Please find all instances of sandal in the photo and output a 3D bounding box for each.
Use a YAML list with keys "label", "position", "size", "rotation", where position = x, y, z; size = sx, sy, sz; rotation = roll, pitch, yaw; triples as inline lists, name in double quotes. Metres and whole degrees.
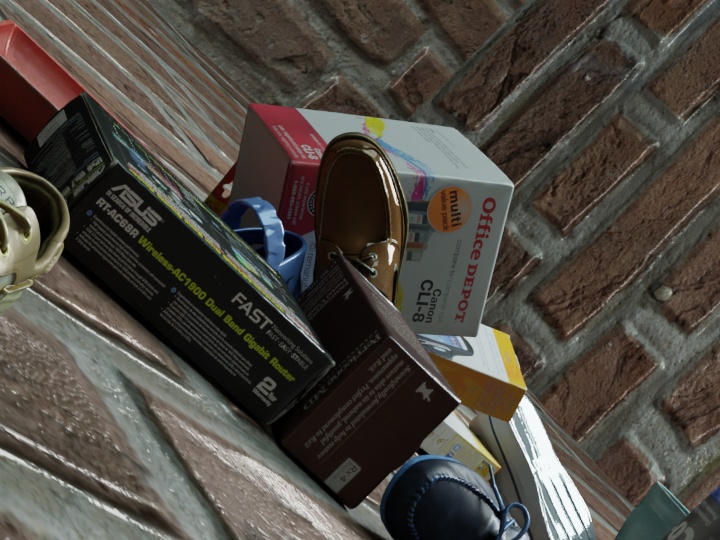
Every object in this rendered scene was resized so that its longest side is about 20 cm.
- label: "sandal"
  position: [-0.069, 0.007, 1.278]
  size: [0.079, 0.087, 0.200]
  rotation: [46, 2, 27]

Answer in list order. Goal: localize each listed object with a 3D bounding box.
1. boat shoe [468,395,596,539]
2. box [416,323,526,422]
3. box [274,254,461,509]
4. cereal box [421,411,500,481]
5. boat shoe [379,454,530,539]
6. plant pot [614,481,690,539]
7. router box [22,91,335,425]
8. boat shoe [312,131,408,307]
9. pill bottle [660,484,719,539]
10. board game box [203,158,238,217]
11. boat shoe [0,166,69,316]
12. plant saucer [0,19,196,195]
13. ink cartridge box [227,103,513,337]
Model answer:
- label: "boat shoe"
  position: [0.162, 0.216, 1.631]
  size: [0.073, 0.067, 0.201]
  rotation: [3, 61, -43]
- label: "box"
  position: [0.043, 0.060, 1.517]
  size: [0.199, 0.042, 0.119]
  rotation: [20, 19, -10]
- label: "box"
  position: [-0.010, 0.070, 1.166]
  size: [0.075, 0.100, 0.200]
  rotation: [44, 4, -19]
- label: "cereal box"
  position: [0.034, 0.111, 1.597]
  size: [0.200, 0.040, 0.144]
  rotation: [42, 5, -39]
- label: "boat shoe"
  position: [0.087, 0.181, 1.143]
  size: [0.069, 0.084, 0.200]
  rotation: [34, -3, 42]
- label: "plant pot"
  position: [0.303, 0.317, 1.629]
  size: [0.200, 0.134, 0.200]
  rotation: [46, 4, -4]
- label: "router box"
  position: [-0.118, -0.009, 1.095]
  size: [0.200, 0.062, 0.150]
  rotation: [44, 4, -27]
- label: "boat shoe"
  position: [0.000, 0.000, 1.288]
  size: [0.068, 0.072, 0.201]
  rotation: [-72, 159, -72]
- label: "pill bottle"
  position: [0.278, 0.268, 1.409]
  size: [0.114, 0.200, 0.114]
  rotation: [46, 4, -4]
- label: "board game box"
  position: [-0.043, -0.031, 1.574]
  size: [0.200, 0.096, 0.030]
  rotation: [28, 49, -15]
- label: "boat shoe"
  position: [-0.163, -0.015, 0.683]
  size: [0.074, 0.066, 0.200]
  rotation: [45, 4, -4]
- label: "plant saucer"
  position: [-0.204, -0.098, 1.254]
  size: [0.200, 0.037, 0.200]
  rotation: [43, 5, -10]
- label: "ink cartridge box"
  position: [0.003, -0.041, 1.445]
  size: [0.199, 0.146, 0.145]
  rotation: [4, 22, -22]
